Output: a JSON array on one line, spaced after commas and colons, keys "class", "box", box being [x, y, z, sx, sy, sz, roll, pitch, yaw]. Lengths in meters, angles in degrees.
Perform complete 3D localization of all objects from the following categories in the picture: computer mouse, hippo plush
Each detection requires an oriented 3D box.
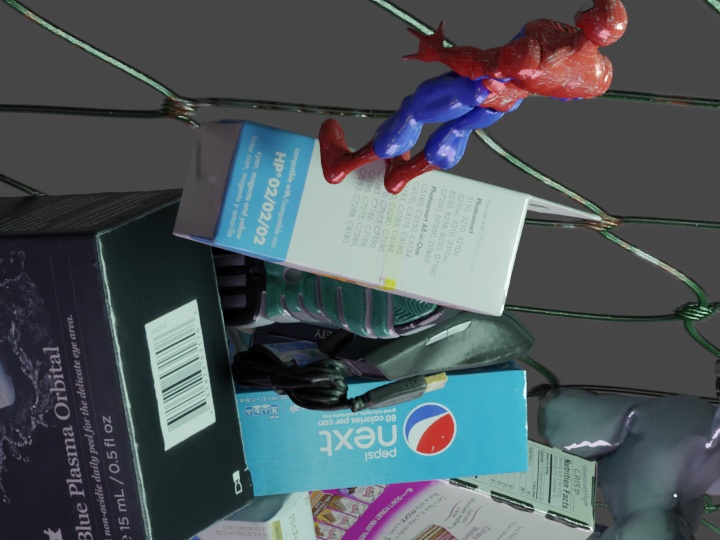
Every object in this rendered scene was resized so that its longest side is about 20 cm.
[{"class": "computer mouse", "box": [0.030, 0.043, 1.519, 0.199, 0.046, 0.140, -8, -169, -24]}, {"class": "hippo plush", "box": [0.211, 0.175, 1.755, 0.199, 0.161, 0.159, -4, 159, 39]}]

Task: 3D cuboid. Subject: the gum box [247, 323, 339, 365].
[{"class": "gum box", "box": [0.000, 0.095, 1.708, 0.169, 0.045, 0.200, 11, 145, -3]}]

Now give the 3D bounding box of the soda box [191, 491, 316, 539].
[{"class": "soda box", "box": [-0.130, 0.172, 1.591, 0.199, 0.068, 0.064, 0, -160, 22]}]

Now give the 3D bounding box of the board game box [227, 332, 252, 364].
[{"class": "board game box", "box": [-0.042, 0.095, 1.832, 0.199, 0.047, 0.151, 10, 163, -2]}]

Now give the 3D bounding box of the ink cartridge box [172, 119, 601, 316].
[{"class": "ink cartridge box", "box": [0.012, -0.024, 1.325, 0.199, 0.068, 0.115, 14, 180, -15]}]

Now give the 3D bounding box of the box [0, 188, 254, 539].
[{"class": "box", "box": [-0.187, 0.061, 1.491, 0.199, 0.198, 0.117, -2, -166, 31]}]

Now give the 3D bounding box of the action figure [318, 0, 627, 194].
[{"class": "action figure", "box": [0.056, -0.086, 1.174, 0.065, 0.052, 0.200, 14, 159, -33]}]

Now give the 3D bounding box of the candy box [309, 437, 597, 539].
[{"class": "candy box", "box": [0.041, 0.153, 1.689, 0.199, 0.061, 0.136, 21, 140, -16]}]

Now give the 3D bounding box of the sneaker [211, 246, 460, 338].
[{"class": "sneaker", "box": [0.000, 0.000, 1.493, 0.199, 0.075, 0.087, 2, -177, 41]}]

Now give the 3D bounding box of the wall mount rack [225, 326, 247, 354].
[{"class": "wall mount rack", "box": [-0.172, 0.087, 1.654, 0.199, 0.174, 0.075, 7, 164, 9]}]

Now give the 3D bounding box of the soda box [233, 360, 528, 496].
[{"class": "soda box", "box": [0.001, 0.095, 1.565, 0.199, 0.068, 0.064, -4, -168, -9]}]

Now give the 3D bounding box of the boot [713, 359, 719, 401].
[{"class": "boot", "box": [0.277, 0.145, 1.632, 0.073, 0.151, 0.200, 6, 166, 31]}]
